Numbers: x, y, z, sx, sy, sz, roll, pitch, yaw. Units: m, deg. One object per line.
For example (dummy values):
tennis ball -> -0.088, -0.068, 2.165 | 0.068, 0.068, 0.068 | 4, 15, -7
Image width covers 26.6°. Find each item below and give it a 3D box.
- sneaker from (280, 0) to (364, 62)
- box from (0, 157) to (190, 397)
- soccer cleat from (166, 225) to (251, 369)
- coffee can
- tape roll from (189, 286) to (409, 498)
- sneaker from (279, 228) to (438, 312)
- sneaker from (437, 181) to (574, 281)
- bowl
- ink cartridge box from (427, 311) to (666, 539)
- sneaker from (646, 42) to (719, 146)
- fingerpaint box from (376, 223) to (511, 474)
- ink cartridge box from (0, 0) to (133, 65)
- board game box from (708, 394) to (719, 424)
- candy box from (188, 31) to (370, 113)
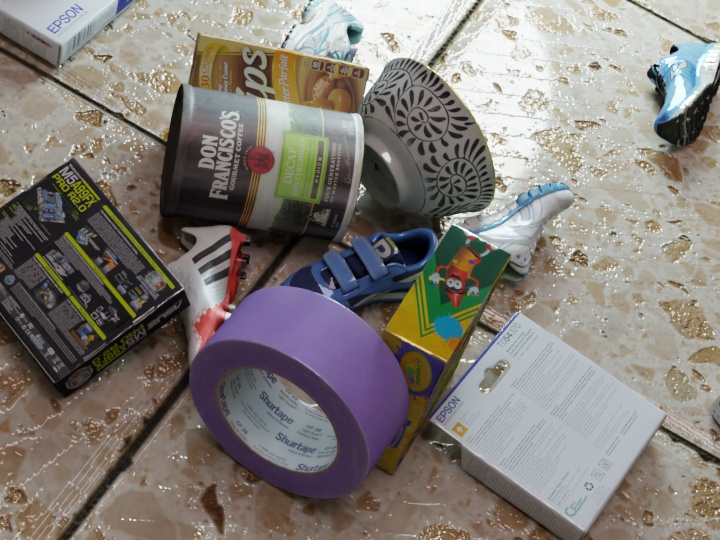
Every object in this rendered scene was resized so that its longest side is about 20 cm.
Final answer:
sneaker -> -0.050, -0.263, 1.858 | 0.086, 0.078, 0.200 | 27, 49, -1
box -> -0.295, 0.005, 1.542 | 0.160, 0.044, 0.200 | -37, 69, -14
soccer cleat -> -0.169, 0.028, 1.592 | 0.085, 0.069, 0.200 | 8, 48, 2
coffee can -> -0.110, -0.117, 1.671 | 0.200, 0.146, 0.147 | 8, 50, -13
tape roll -> -0.059, 0.118, 1.462 | 0.200, 0.200, 0.085 | 32, 49, 8
sneaker -> 0.000, 0.000, 1.656 | 0.200, 0.082, 0.074 | -18, 61, -27
sneaker -> 0.179, -0.033, 1.761 | 0.200, 0.075, 0.087 | -27, 74, -27
bowl -> 0.052, -0.129, 1.713 | 0.094, 0.201, 0.201 | -34, 68, -21
ink cartridge box -> 0.196, 0.164, 1.615 | 0.200, 0.043, 0.196 | 35, 51, 13
sneaker -> 0.417, -0.235, 2.009 | 0.090, 0.078, 0.200 | 15, 43, 19
fingerpaint box -> 0.061, 0.080, 1.533 | 0.073, 0.200, 0.167 | 29, 49, 7
ink cartridge box -> -0.385, -0.356, 1.834 | 0.200, 0.043, 0.196 | 32, 50, 6
board game box -> 0.507, 0.170, 1.719 | 0.200, 0.035, 0.126 | -16, 59, -29
candy box -> -0.100, -0.199, 1.760 | 0.200, 0.116, 0.055 | 10, 8, -11
